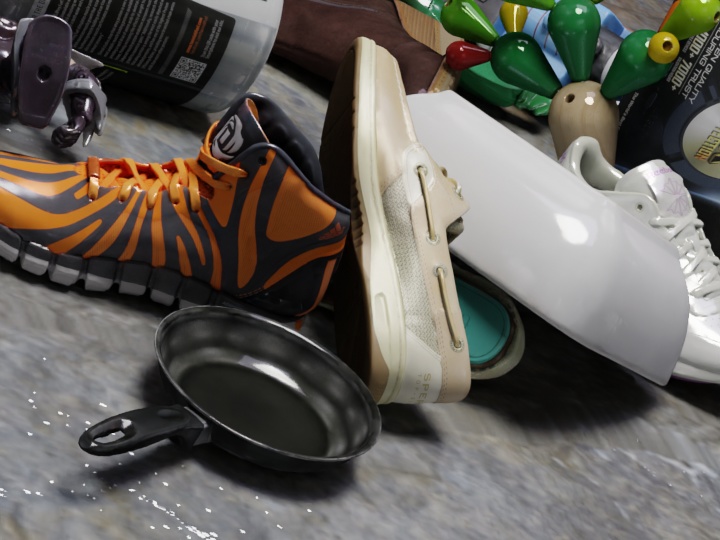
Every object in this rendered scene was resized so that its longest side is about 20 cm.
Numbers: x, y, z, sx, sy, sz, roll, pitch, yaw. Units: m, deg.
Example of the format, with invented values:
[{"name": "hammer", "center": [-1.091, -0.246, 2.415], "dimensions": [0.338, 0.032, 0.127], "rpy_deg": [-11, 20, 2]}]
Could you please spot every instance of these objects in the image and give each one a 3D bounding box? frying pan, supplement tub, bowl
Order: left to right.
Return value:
[{"name": "supplement tub", "center": [-0.154, -0.174, 1.270], "dimensions": [0.199, 0.123, 0.123], "rpy_deg": [15, 25, -28]}, {"name": "frying pan", "center": [-0.052, 0.070, 0.967], "dimensions": [0.114, 0.031, 0.190], "rpy_deg": [27, 25, 0]}, {"name": "bowl", "center": [0.096, -0.025, 1.214], "dimensions": [0.200, 0.075, 0.199], "rpy_deg": [38, 6, 28]}]

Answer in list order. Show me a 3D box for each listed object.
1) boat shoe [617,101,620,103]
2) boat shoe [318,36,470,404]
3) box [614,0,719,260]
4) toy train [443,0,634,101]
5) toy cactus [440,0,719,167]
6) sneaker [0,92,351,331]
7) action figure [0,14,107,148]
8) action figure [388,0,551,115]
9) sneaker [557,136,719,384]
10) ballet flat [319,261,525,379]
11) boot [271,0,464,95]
[{"name": "boat shoe", "center": [0.236, -0.046, 1.497], "dimensions": [0.086, 0.075, 0.202], "rpy_deg": [-2, 38, -49]}, {"name": "boat shoe", "center": [0.020, -0.025, 1.105], "dimensions": [0.064, 0.072, 0.201], "rpy_deg": [3, 63, -17]}, {"name": "box", "center": [0.242, -0.064, 1.372], "dimensions": [0.086, 0.201, 0.164], "rpy_deg": [3, 32, -47]}, {"name": "toy train", "center": [0.150, -0.174, 1.633], "dimensions": [0.200, 0.087, 0.114], "rpy_deg": [37, 2, 32]}, {"name": "toy cactus", "center": [0.137, -0.132, 1.356], "dimensions": [0.198, 0.166, 0.102], "rpy_deg": [-1, 13, 25]}, {"name": "sneaker", "center": [-0.096, -0.045, 1.054], "dimensions": [0.199, 0.112, 0.078], "rpy_deg": [17, 31, -22]}, {"name": "action figure", "center": [-0.194, -0.103, 1.128], "dimensions": [0.129, 0.070, 0.200], "rpy_deg": [7, 6, -9]}, {"name": "action figure", "center": [0.060, -0.175, 1.581], "dimensions": [0.199, 0.055, 0.118], "rpy_deg": [35, -14, -4]}, {"name": "sneaker", "center": [0.180, -0.004, 1.303], "dimensions": [0.200, 0.100, 0.075], "rpy_deg": [39, 32, 28]}, {"name": "ballet flat", "center": [0.000, 0.000, 1.167], "dimensions": [0.199, 0.068, 0.062], "rpy_deg": [36, -5, 11]}, {"name": "boot", "center": [-0.016, -0.139, 1.456], "dimensions": [0.165, 0.073, 0.200], "rpy_deg": [14, 24, -1]}]
